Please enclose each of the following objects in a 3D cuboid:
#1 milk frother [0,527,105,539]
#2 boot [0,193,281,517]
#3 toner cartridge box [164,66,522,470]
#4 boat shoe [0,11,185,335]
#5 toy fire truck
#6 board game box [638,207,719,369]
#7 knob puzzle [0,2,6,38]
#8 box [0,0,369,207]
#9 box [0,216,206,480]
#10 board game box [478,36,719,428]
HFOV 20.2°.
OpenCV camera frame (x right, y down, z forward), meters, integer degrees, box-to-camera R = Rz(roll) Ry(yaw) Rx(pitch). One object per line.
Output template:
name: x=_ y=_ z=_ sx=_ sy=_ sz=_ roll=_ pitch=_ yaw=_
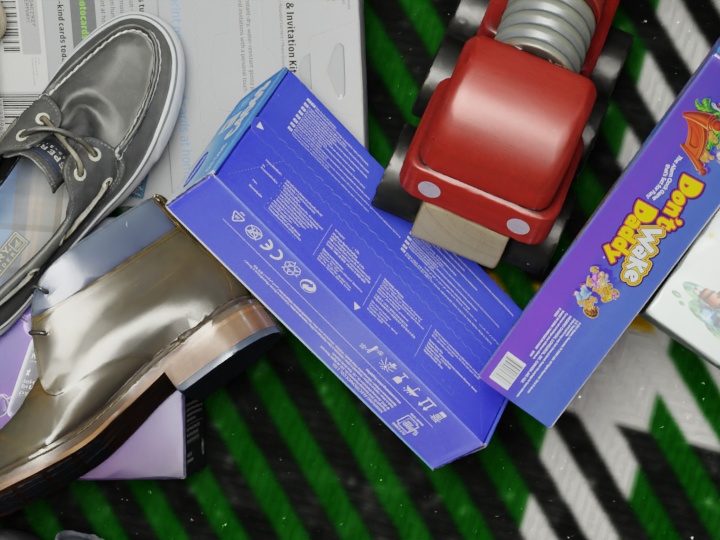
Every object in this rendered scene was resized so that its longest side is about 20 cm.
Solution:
milk frother: x=-0.190 y=0.230 z=1.031 sx=0.180 sy=0.200 sz=0.188 roll=32 pitch=92 yaw=7
boot: x=-0.148 y=0.048 z=1.021 sx=0.200 sy=0.075 sz=0.097 roll=-32 pitch=79 yaw=-6
toner cartridge box: x=0.000 y=0.000 z=1.039 sx=0.200 sy=0.095 sz=0.043 roll=46 pitch=133 yaw=-15
boat shoe: x=-0.160 y=-0.047 z=1.019 sx=0.070 sy=0.066 sz=0.200 roll=40 pitch=90 yaw=4
toy fire truck: x=0.106 y=-0.112 z=0.986 sx=0.128 sy=0.200 sz=0.176 roll=23 pitch=56 yaw=1
board game box: x=0.222 y=-0.043 z=1.025 sx=0.064 sy=0.148 sz=0.200 roll=34 pitch=93 yaw=4
knob puzzle: x=-0.268 y=-0.137 z=1.086 sx=0.219 sy=0.030 sz=0.220 roll=6 pitch=103 yaw=26
box: x=-0.097 y=-0.111 z=1.075 sx=0.200 sy=0.041 sz=0.156 roll=-1 pitch=112 yaw=5
box: x=-0.188 y=0.042 z=1.091 sx=0.200 sy=0.079 sz=0.141 roll=-2 pitch=88 yaw=4
board game box: x=0.144 y=-0.031 z=1.004 sx=0.045 sy=0.134 sz=0.200 roll=36 pitch=116 yaw=4
